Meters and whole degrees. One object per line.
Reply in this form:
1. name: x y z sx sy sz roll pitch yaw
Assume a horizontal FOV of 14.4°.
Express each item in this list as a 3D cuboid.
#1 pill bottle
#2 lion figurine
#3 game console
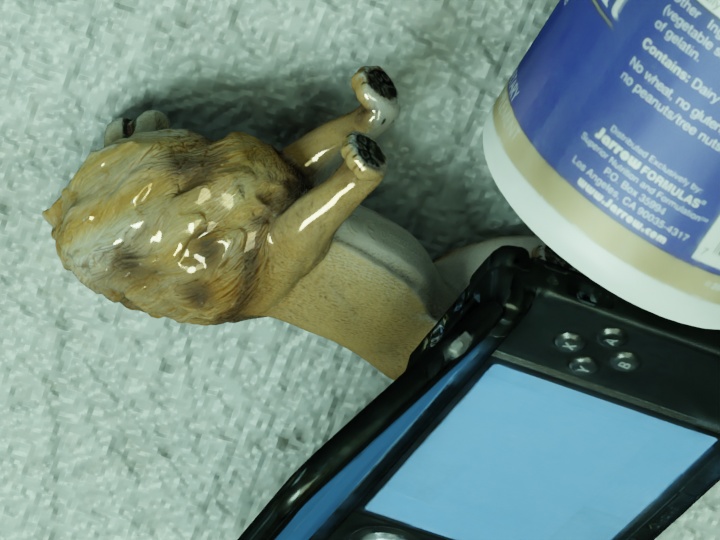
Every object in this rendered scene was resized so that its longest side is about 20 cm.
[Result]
1. pill bottle: 0.133 -0.090 0.892 0.115 0.116 0.200 25 116 -16
2. lion figurine: 0.000 0.000 0.966 0.200 0.073 0.122 32 127 -25
3. game console: 0.029 0.093 0.954 0.175 0.117 0.200 19 144 -15
